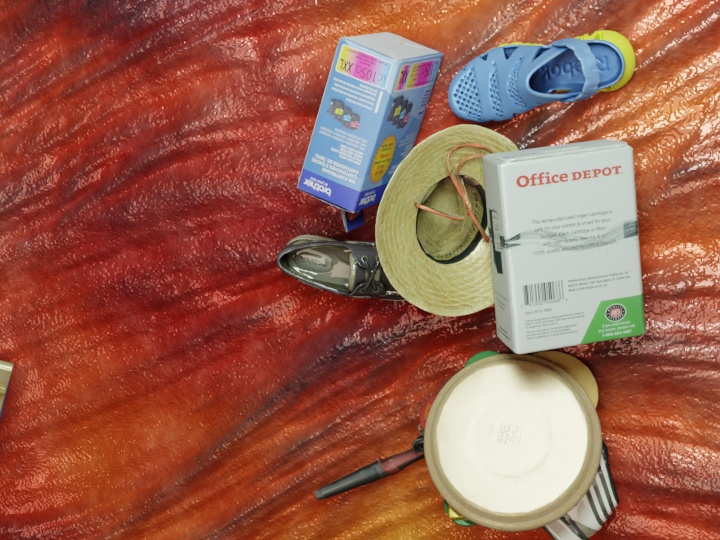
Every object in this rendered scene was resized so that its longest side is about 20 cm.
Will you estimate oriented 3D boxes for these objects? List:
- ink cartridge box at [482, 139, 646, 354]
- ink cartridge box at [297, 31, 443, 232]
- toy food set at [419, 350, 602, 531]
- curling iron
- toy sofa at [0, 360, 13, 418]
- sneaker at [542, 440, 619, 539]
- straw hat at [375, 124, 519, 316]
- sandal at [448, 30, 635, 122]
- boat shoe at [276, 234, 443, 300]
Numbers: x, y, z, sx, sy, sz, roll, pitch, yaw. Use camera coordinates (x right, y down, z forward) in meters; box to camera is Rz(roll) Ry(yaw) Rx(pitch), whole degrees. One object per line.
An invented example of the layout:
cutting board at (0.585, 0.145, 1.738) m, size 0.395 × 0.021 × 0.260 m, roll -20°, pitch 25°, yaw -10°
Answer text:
ink cartridge box at (0.210, -0.028, 1.458) m, size 0.145 × 0.083 × 0.202 m, roll -7°, pitch 102°, yaw -8°
ink cartridge box at (0.006, -0.145, 1.498) m, size 0.076 × 0.136 × 0.202 m, roll 25°, pitch 110°, yaw 17°
toy food set at (0.161, 0.181, 1.515) m, size 0.196 × 0.049 × 0.202 m, roll -4°, pitch 69°, yaw 9°
curling iron at (0.027, 0.222, 1.639) m, size 0.199 × 0.026 × 0.050 m, roll -29°, pitch 129°, yaw 27°
toy sofa at (-0.507, 0.202, 1.802) m, size 0.082 × 0.098 × 0.202 m, roll 15°, pitch 109°, yaw -11°
sneaker at (0.206, 0.205, 1.565) m, size 0.200 × 0.076 × 0.115 m, roll 45°, pitch 94°, yaw 10°
straw hat at (0.092, -0.057, 1.512) m, size 0.199 × 0.085 × 0.203 m, roll -4°, pitch 101°, yaw -20°
sandal at (0.180, -0.200, 1.453) m, size 0.198 × 0.087 × 0.080 m, roll -14°, pitch 100°, yaw 23°
boat shoe at (0.000, 0.000, 1.574) m, size 0.198 × 0.065 × 0.073 m, roll 10°, pitch 105°, yaw 16°
